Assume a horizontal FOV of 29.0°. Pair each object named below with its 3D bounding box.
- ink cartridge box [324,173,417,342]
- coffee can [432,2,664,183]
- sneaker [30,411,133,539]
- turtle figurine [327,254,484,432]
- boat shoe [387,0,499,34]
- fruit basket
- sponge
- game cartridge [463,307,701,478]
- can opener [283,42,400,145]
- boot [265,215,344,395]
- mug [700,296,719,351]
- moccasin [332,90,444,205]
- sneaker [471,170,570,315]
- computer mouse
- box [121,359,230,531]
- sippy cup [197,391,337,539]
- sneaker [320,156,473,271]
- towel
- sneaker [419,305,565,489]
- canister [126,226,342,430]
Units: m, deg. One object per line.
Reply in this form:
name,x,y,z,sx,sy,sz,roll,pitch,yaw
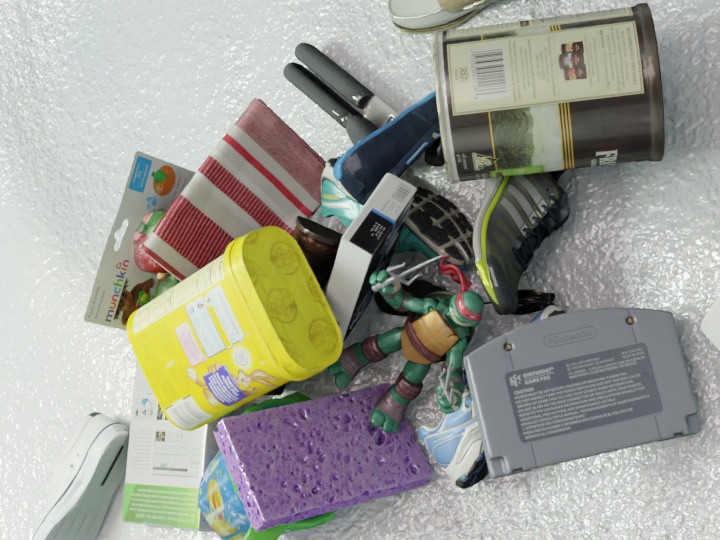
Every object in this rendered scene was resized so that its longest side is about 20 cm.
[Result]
ink cartridge box,0.000,0.000,1.391,0.039,0.200,0.100,29,56,6
coffee can,0.175,-0.165,1.303,0.199,0.146,0.147,-6,77,8
sneaker,-0.331,0.257,1.607,0.071,0.073,0.200,31,87,40
turtle figurine,0.060,0.070,1.345,0.200,0.101,0.150,-44,73,40
boat shoe,0.109,-0.305,1.450,0.199,0.068,0.075,-16,73,27
fruit basket,-0.193,-0.015,1.496,0.094,0.200,0.186,17,89,33
sponge,-0.035,0.181,1.374,0.030,0.199,0.112,-54,54,48
game cartridge,0.201,0.105,1.279,0.199,0.040,0.134,-11,83,-4
can opener,-0.014,-0.181,1.504,0.200,0.066,0.053,45,110,32
boot,-0.074,0.048,1.435,0.064,0.186,0.201,25,90,4
mug,0.386,0.064,1.141,0.148,0.200,0.175,-48,68,20
moccasin,0.065,-0.132,1.422,0.200,0.080,0.068,-35,87,-9
sneaker,0.159,-0.049,1.347,0.081,0.074,0.201,-1,60,23
computer mouse,0.103,0.024,1.399,0.199,0.059,0.034,-1,72,29
box,-0.202,0.184,1.540,0.144,0.036,0.201,-4,76,45
sippy cup,-0.099,0.218,1.430,0.140,0.178,0.130,58,137,9
sneaker,0.038,-0.049,1.454,0.200,0.077,0.080,32,123,30
towel,-0.123,-0.062,1.472,0.200,0.144,0.023,-53,36,-6
sneaker,0.129,0.113,1.352,0.077,0.076,0.200,39,99,26
canister,-0.130,0.063,1.379,0.200,0.086,0.149,-29,85,39
